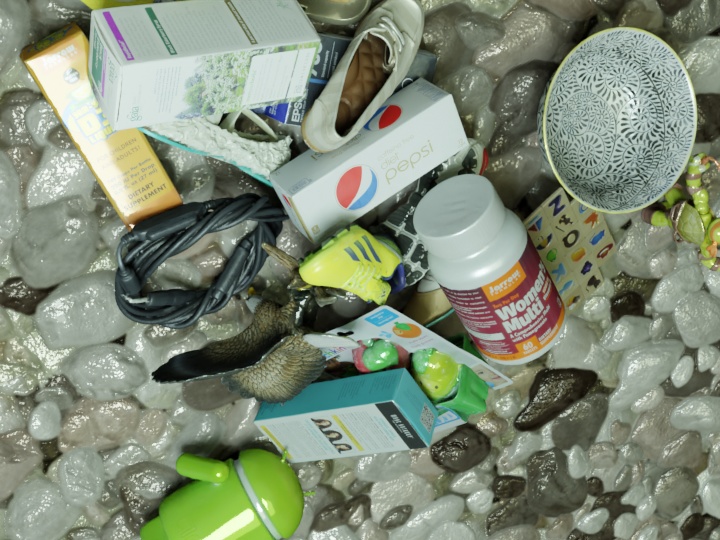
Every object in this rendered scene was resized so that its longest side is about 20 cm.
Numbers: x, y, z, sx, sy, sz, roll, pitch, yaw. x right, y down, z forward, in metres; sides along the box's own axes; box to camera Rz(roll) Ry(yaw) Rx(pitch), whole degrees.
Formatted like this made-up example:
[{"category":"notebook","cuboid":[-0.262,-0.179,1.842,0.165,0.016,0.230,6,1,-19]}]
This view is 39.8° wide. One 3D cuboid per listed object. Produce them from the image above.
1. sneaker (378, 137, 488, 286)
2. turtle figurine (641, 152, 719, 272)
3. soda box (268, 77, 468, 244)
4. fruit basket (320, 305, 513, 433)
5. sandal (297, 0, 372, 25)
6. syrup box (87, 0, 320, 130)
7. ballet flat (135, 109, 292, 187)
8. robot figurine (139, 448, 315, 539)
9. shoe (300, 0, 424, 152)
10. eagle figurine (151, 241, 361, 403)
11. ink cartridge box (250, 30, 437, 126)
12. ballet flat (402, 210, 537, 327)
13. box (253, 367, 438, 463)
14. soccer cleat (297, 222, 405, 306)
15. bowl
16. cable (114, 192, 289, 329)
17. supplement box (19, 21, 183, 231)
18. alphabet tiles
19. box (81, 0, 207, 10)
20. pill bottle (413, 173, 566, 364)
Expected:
[{"category":"sneaker","cuboid":[0.085,-0.062,1.129,0.077,0.085,0.200,42,114,14]},{"category":"turtle figurine","cuboid":[0.395,-0.057,1.186,0.064,0.161,0.201,-29,118,-6]},{"category":"soda box","cuboid":[0.010,-0.115,1.033,0.199,0.064,0.068,-34,127,-9]},{"category":"fruit basket","cuboid":[0.042,0.116,1.135,0.199,0.094,0.185,26,145,-32]},{"category":"sandal","cuboid":[-0.079,-0.285,0.990,0.199,0.054,0.081,6,108,-16]},{"category":"syrup box","cuboid":[-0.146,-0.198,0.925,0.199,0.082,0.079,-14,148,-28]},{"category":"ballet flat","cuboid":[-0.144,-0.142,1.002,0.200,0.072,0.072,20,105,-50]},{"category":"robot figurine","cuboid":[-0.153,0.287,1.158,0.199,0.116,0.176,-31,123,-6]},{"category":"shoe","cuboid":[0.013,-0.202,1.001,0.070,0.053,0.201,36,73,-17]},{"category":"eagle figurine","cuboid":[-0.104,0.076,1.068,0.151,0.151,0.200,37,100,-12]},{"category":"ink cartridge box","cuboid":[-0.022,-0.198,1.056,0.199,0.039,0.100,4,110,-20]},{"category":"ballet flat","cuboid":[0.120,-0.004,1.172,0.199,0.069,0.063,-33,109,-15]},{"category":"box","cuboid":[-0.019,0.167,1.126,0.199,0.049,0.082,-13,127,33]},{"category":"soccer cleat","cuboid":[0.001,0.000,1.028,0.065,0.200,0.084,-31,83,20]},{"category":"bowl","cuboid":[0.271,-0.168,1.128,0.199,0.094,0.202,-3,98,-20]},{"category":"cable","cuboid":[-0.160,-0.009,1.044,0.199,0.051,0.164,-25,143,-21]},{"category":"supplement box","cuboid":[-0.254,-0.138,0.983,0.066,0.069,0.201,-32,115,-7]},{"category":"alphabet tiles","cuboid":[0.233,-0.007,1.198,0.166,0.006,0.200,-43,137,-5]},{"category":"box","cuboid":[-0.212,-0.288,0.927,0.200,0.048,0.117,35,115,-25]},{"category":"pill bottle","cuboid":[0.138,0.000,1.060,0.109,0.110,0.200,-36,127,-2]}]
